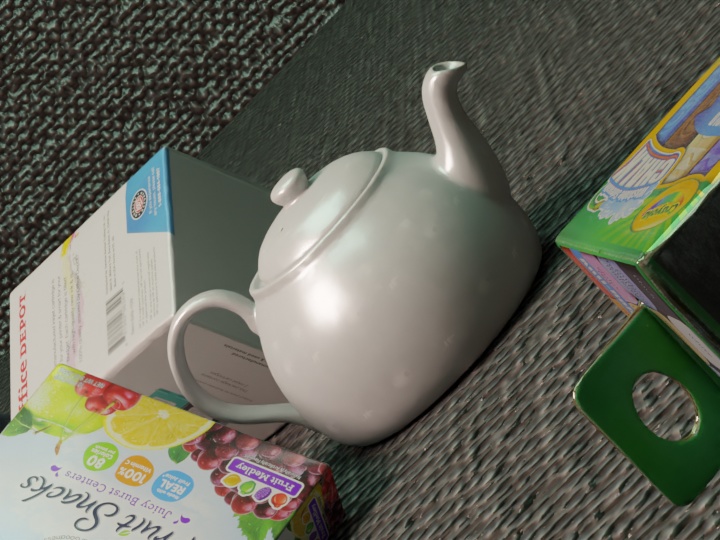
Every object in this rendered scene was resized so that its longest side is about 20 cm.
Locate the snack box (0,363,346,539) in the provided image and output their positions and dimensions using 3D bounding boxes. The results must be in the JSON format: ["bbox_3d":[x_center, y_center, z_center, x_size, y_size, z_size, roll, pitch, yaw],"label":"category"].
[{"bbox_3d":[-0.130,0.145,1.420,0.199,0.053,0.142,17,55,30],"label":"snack box"}]

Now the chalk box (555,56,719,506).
[{"bbox_3d":[0.163,-0.006,0.933,0.200,0.124,0.124,-46,11,-2],"label":"chalk box"}]

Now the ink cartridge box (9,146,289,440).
[{"bbox_3d":[-0.134,0.045,1.747,0.200,0.145,0.147,-39,43,37],"label":"ink cartridge box"}]

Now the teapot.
[{"bbox_3d":[0.000,0.000,1.511,0.200,0.146,0.197,-53,12,-29],"label":"teapot"}]

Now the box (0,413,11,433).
[{"bbox_3d":[-0.266,0.167,1.895,0.199,0.051,0.158,6,-36,-44],"label":"box"}]
